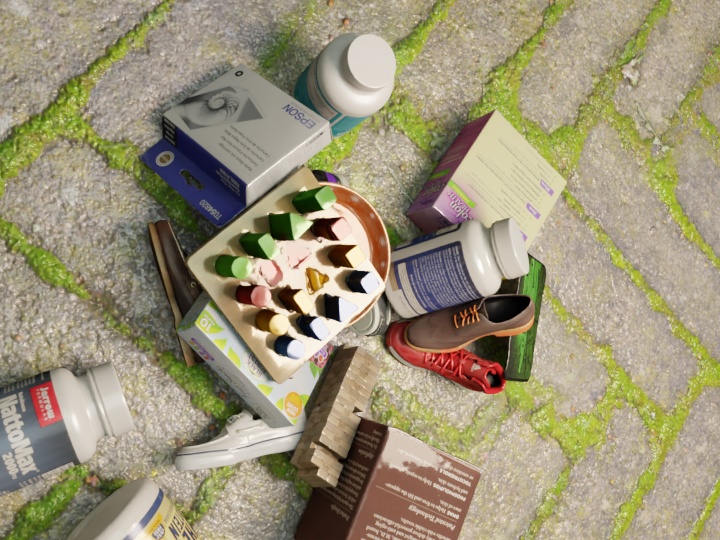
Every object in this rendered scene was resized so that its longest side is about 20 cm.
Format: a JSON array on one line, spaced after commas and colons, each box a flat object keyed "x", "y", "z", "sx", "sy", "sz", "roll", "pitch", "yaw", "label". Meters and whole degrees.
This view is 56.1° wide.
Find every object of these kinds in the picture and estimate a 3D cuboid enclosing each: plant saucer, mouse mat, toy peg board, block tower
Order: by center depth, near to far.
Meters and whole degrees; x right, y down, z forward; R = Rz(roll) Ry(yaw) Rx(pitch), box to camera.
[{"x": -0.073, "y": 0.007, "z": 0.836, "sx": 0.199, "sy": 0.097, "sz": 0.200, "roll": -40, "pitch": 108, "yaw": -19, "label": "toy peg board"}, {"x": -0.053, "y": -0.018, "z": 0.918, "sx": 0.197, "sy": 0.032, "sz": 0.204, "roll": -2, "pitch": 95, "yaw": -24, "label": "plant saucer"}, {"x": -0.032, "y": 0.200, "z": 0.960, "sx": 0.054, "sy": 0.057, "sz": 0.202, "roll": 39, "pitch": 55, "yaw": -25, "label": "block tower"}, {"x": 0.270, "y": 0.080, "z": 1.097, "sx": 0.160, "sy": 0.007, "sz": 0.204, "roll": 18, "pitch": 80, "yaw": -61, "label": "mouse mat"}]

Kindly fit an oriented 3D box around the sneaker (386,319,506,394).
[{"x": 0.143, "y": 0.131, "z": 1.038, "sx": 0.198, "sy": 0.115, "sz": 0.080, "roll": 24, "pitch": 78, "yaw": -20, "label": "sneaker"}]

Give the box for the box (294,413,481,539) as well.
[{"x": 0.035, "y": 0.330, "z": 0.952, "sx": 0.163, "sy": 0.165, "sz": 0.203, "roll": 28, "pitch": 77, "yaw": -19, "label": "box"}]

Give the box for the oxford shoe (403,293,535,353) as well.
[{"x": 0.158, "y": 0.069, "z": 0.993, "sx": 0.197, "sy": 0.073, "sz": 0.072, "roll": -15, "pitch": 64, "yaw": 2, "label": "oxford shoe"}]

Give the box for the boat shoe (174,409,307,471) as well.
[{"x": -0.162, "y": 0.228, "z": 0.934, "sx": 0.198, "sy": 0.073, "sz": 0.068, "roll": -2, "pitch": 77, "yaw": -36, "label": "boat shoe"}]

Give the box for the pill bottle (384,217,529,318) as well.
[{"x": 0.137, "y": -0.008, "z": 0.983, "sx": 0.111, "sy": 0.197, "sz": 0.113, "roll": 43, "pitch": 38, "yaw": -47, "label": "pill bottle"}]

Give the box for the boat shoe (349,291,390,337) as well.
[{"x": 0.000, "y": 0.000, "z": 1.018, "sx": 0.060, "sy": 0.075, "sz": 0.204, "roll": 14, "pitch": 68, "yaw": -59, "label": "boat shoe"}]

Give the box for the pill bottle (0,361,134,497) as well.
[{"x": -0.383, "y": 0.186, "z": 0.810, "sx": 0.198, "sy": 0.119, "sz": 0.121, "roll": -20, "pitch": 94, "yaw": -23, "label": "pill bottle"}]

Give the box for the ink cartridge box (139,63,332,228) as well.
[{"x": -0.173, "y": -0.175, "z": 0.901, "sx": 0.199, "sy": 0.041, "sz": 0.200, "roll": 37, "pitch": 68, "yaw": 28, "label": "ink cartridge box"}]

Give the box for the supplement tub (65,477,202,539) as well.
[{"x": -0.259, "y": 0.378, "z": 0.836, "sx": 0.144, "sy": 0.144, "sz": 0.201, "roll": -40, "pitch": 102, "yaw": -20, "label": "supplement tub"}]

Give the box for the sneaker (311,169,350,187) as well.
[{"x": -0.062, "y": -0.048, "z": 0.966, "sx": 0.099, "sy": 0.069, "sz": 0.204, "roll": 10, "pitch": 72, "yaw": -56, "label": "sneaker"}]

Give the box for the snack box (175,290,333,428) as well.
[{"x": -0.135, "y": 0.093, "z": 0.911, "sx": 0.201, "sy": 0.052, "sz": 0.143, "roll": 51, "pitch": 46, "yaw": -24, "label": "snack box"}]

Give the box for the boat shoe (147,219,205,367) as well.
[{"x": -0.231, "y": 0.026, "z": 0.912, "sx": 0.069, "sy": 0.070, "sz": 0.203, "roll": -18, "pitch": 102, "yaw": -15, "label": "boat shoe"}]

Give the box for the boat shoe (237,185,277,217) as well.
[{"x": -0.125, "y": -0.029, "z": 0.967, "sx": 0.073, "sy": 0.076, "sz": 0.203, "roll": -17, "pitch": 103, "yaw": 9, "label": "boat shoe"}]

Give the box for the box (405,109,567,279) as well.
[{"x": 0.205, "y": -0.117, "z": 1.092, "sx": 0.175, "sy": 0.096, "sz": 0.201, "roll": 39, "pitch": 72, "yaw": -16, "label": "box"}]

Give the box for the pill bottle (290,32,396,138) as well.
[{"x": -0.022, "y": -0.260, "z": 0.948, "sx": 0.109, "sy": 0.199, "sz": 0.113, "roll": 2, "pitch": 86, "yaw": -23, "label": "pill bottle"}]
